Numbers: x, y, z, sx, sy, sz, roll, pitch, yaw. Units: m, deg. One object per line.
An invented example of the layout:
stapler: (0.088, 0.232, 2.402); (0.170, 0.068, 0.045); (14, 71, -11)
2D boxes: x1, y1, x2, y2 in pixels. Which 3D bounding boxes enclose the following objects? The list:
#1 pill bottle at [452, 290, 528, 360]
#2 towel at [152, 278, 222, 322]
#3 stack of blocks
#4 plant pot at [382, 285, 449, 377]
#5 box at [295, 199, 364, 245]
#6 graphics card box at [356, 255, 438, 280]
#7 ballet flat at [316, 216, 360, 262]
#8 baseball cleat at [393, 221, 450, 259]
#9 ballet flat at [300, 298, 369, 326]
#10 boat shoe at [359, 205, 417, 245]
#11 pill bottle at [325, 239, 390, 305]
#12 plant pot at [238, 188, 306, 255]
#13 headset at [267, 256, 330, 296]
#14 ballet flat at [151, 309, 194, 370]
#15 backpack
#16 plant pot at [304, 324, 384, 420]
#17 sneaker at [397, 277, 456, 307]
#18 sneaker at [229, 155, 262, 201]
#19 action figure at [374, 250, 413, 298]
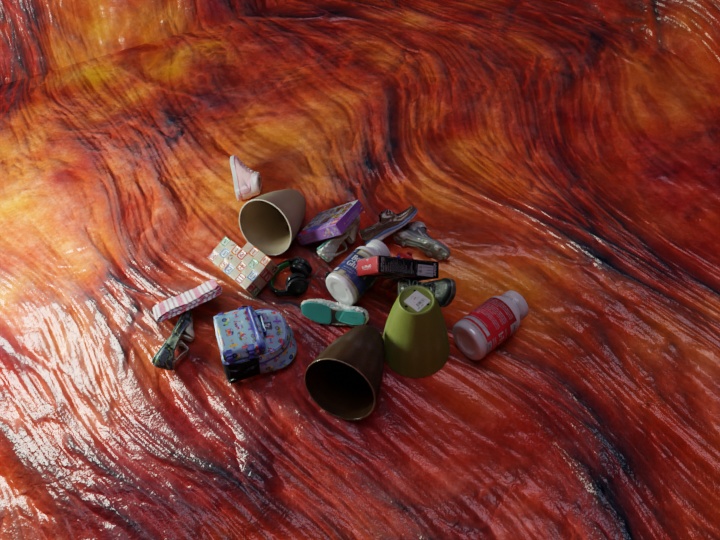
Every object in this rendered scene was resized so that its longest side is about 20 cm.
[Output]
pill bottle: (0.349, 0.139, 1.504); (0.199, 0.113, 0.112); (-32, 53, -23)
towel: (-0.498, 0.081, 1.624); (0.198, 0.030, 0.146); (-26, 18, -19)
stack of blocks: (-0.354, -0.023, 1.710); (0.199, 0.059, 0.116); (33, 77, 31)
plant pot: (0.144, 0.139, 1.458); (0.184, 0.202, 0.189); (-2, 47, 2)
box: (-0.097, -0.148, 1.771); (0.198, 0.039, 0.137); (-11, 30, 46)
graphics card box: (0.104, -0.004, 1.571); (0.197, 0.125, 0.052); (4, 83, -27)
ballet flat: (-0.058, -0.097, 1.781); (0.071, 0.072, 0.200); (29, 57, 27)
baseball cleat: (0.202, -0.103, 1.766); (0.198, 0.070, 0.107); (23, 53, 22)
ballet flat: (-0.069, 0.118, 1.595); (0.197, 0.072, 0.072); (11, 49, 11)
boat shoe: (0.087, -0.152, 1.770); (0.199, 0.073, 0.072); (-35, 8, -5)
pill bottle: (0.000, 0.000, 1.655); (0.110, 0.112, 0.200); (28, 55, 26)
plant pot: (-0.256, -0.180, 1.809); (0.184, 0.190, 0.200); (15, 35, 17)
headset: (-0.176, 0.026, 1.688); (0.197, 0.094, 0.125); (-6, 49, 20)
ballet flat: (-0.495, 0.191, 1.554); (0.073, 0.075, 0.202); (10, 48, 12)
backpack: (-0.272, 0.181, 1.495); (0.197, 0.136, 0.184); (-12, 48, -11)
plant pot: (-0.015, 0.233, 1.418); (0.184, 0.189, 0.201); (14, 35, 16)
sneaker: (0.171, 0.059, 1.530); (0.113, 0.199, 0.078); (7, 81, -25)
sneaker: (-0.402, -0.336, 2.014); (0.103, 0.076, 0.202); (-15, 56, -4)
action figure: (0.108, 0.003, 1.690); (0.065, 0.052, 0.200); (24, 48, 17)
